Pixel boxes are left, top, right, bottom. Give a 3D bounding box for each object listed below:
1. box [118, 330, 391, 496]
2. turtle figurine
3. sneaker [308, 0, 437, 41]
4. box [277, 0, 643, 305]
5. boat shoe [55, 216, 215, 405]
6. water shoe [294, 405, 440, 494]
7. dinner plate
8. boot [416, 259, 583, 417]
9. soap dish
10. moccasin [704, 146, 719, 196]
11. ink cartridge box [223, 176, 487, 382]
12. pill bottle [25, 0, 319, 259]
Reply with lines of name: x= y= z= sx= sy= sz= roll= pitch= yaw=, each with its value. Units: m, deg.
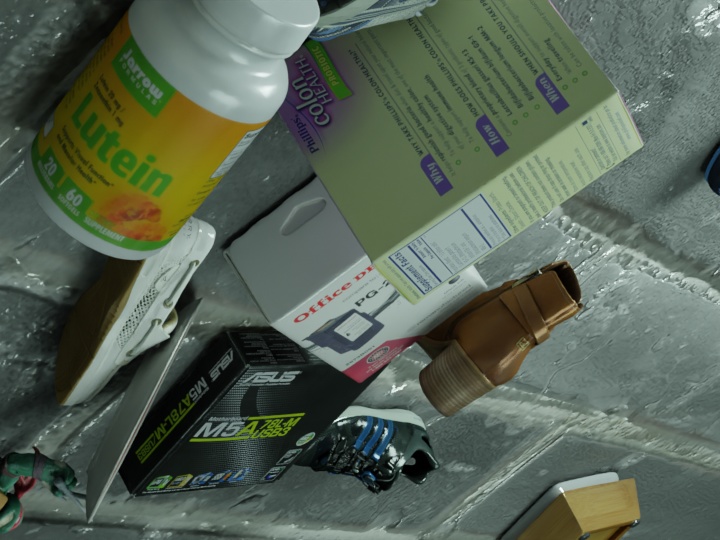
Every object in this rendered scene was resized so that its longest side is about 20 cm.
box: x=-0.098 y=0.130 z=1.592 sx=0.200 sy=0.048 sz=0.193 roll=3 pitch=139 yaw=-50
turtle figurine: x=-0.316 y=0.183 z=1.388 sx=0.150 sy=0.101 sz=0.200 roll=-48 pitch=138 yaw=-2
sneaker: x=0.036 y=-0.211 z=1.141 sx=0.200 sy=0.077 sz=0.085 roll=-23 pitch=163 yaw=-2
box: x=0.062 y=-0.110 z=1.206 sx=0.200 sy=0.176 sz=0.097 roll=-35 pitch=153 yaw=5
boat shoe: x=-0.170 y=0.035 z=1.306 sx=0.069 sy=0.071 sz=0.200 roll=13 pitch=131 yaw=-31
water shoe: x=0.008 y=0.186 z=1.766 sx=0.200 sy=0.079 sz=0.072 roll=-1 pitch=140 yaw=-46
dinner plate: x=-0.178 y=0.107 z=1.377 sx=0.200 sy=0.024 sz=0.200 roll=-62 pitch=-175 yaw=10
boot: x=0.117 y=0.033 z=1.526 sx=0.155 sy=0.077 sz=0.200 roll=-39 pitch=-165 yaw=13
soap dish: x=0.279 y=0.367 z=2.371 sx=0.157 sy=0.081 sz=0.200 roll=-3 pitch=140 yaw=-45
moccasin: x=0.420 y=-0.134 z=1.677 sx=0.080 sy=0.068 sz=0.200 roll=4 pitch=137 yaw=-50
ink cartridge box: x=0.000 y=0.000 z=1.431 sx=0.145 sy=0.084 sz=0.200 roll=-37 pitch=154 yaw=8
pill bottle: x=-0.116 y=-0.111 z=1.086 sx=0.111 sy=0.111 sz=0.200 roll=3 pitch=137 yaw=-50
